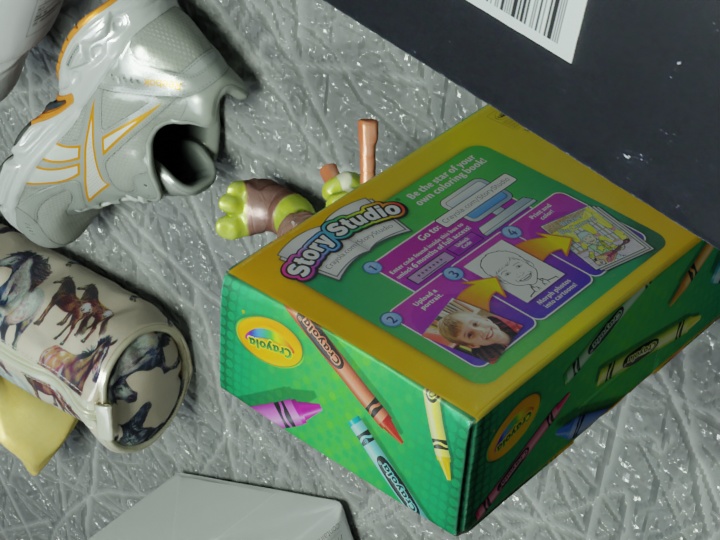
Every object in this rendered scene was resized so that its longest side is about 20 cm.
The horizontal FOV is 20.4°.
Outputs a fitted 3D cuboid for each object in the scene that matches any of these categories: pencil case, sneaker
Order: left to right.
[{"bbox_3d":[-0.186,0.031,1.136,0.199,0.089,0.078,27,136,31],"label":"pencil case"},{"bbox_3d":[-0.122,-0.057,1.022,0.092,0.076,0.200,45,142,7],"label":"sneaker"}]

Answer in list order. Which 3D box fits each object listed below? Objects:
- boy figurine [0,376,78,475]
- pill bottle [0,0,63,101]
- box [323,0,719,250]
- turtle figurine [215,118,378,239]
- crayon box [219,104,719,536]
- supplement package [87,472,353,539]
[{"bbox_3d":[-0.268,0.069,1.234,0.199,0.065,0.124,21,163,5],"label":"boy figurine"},{"bbox_3d":[-0.192,-0.173,0.978,0.113,0.113,0.200,45,140,13],"label":"pill bottle"},{"bbox_3d":[0.105,-0.126,0.644,0.200,0.182,0.105,35,138,25],"label":"box"},{"bbox_3d":[0.000,0.000,0.938,0.161,0.064,0.201,20,138,46],"label":"turtle figurine"},{"bbox_3d":[0.054,0.005,0.775,0.118,0.200,0.059,29,134,29],"label":"crayon box"},{"bbox_3d":[-0.090,0.252,1.108,0.146,0.191,0.201,4,120,45],"label":"supplement package"}]
